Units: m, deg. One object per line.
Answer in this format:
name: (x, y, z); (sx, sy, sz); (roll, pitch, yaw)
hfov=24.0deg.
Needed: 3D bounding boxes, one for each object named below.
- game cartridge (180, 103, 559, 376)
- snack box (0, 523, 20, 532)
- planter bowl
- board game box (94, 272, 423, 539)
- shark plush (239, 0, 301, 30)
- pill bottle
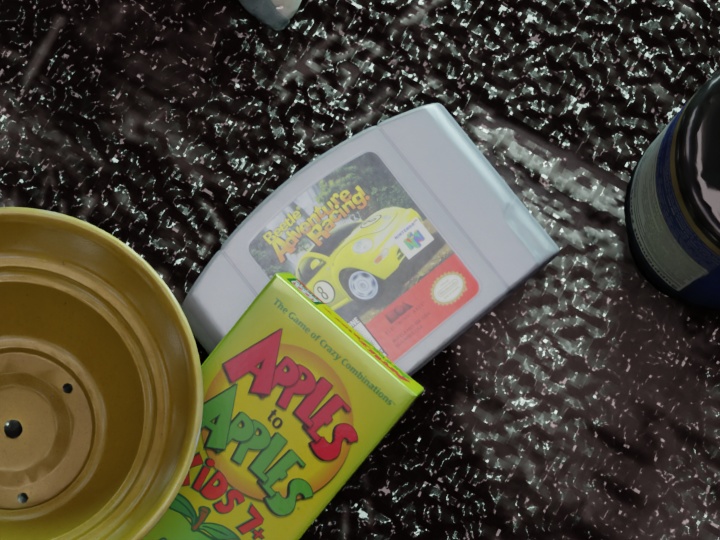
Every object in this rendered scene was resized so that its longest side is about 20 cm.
game cartridge: (0.000, 0.000, 0.982); (0.200, 0.041, 0.133); (-39, 80, -8)
snack box: (-0.255, 0.222, 0.903); (0.115, 0.037, 0.202); (19, 78, -1)
planter bowl: (-0.184, 0.076, 0.892); (0.198, 0.084, 0.203); (3, 71, -8)
board game box: (-0.068, 0.111, 0.929); (0.101, 0.048, 0.200); (40, 95, 6)
shark plush: (-0.114, -0.225, 1.002); (0.199, 0.091, 0.084); (27, 110, -2)
pill bottle: (0.205, -0.039, 0.913); (0.111, 0.200, 0.113); (0, 80, -2)
